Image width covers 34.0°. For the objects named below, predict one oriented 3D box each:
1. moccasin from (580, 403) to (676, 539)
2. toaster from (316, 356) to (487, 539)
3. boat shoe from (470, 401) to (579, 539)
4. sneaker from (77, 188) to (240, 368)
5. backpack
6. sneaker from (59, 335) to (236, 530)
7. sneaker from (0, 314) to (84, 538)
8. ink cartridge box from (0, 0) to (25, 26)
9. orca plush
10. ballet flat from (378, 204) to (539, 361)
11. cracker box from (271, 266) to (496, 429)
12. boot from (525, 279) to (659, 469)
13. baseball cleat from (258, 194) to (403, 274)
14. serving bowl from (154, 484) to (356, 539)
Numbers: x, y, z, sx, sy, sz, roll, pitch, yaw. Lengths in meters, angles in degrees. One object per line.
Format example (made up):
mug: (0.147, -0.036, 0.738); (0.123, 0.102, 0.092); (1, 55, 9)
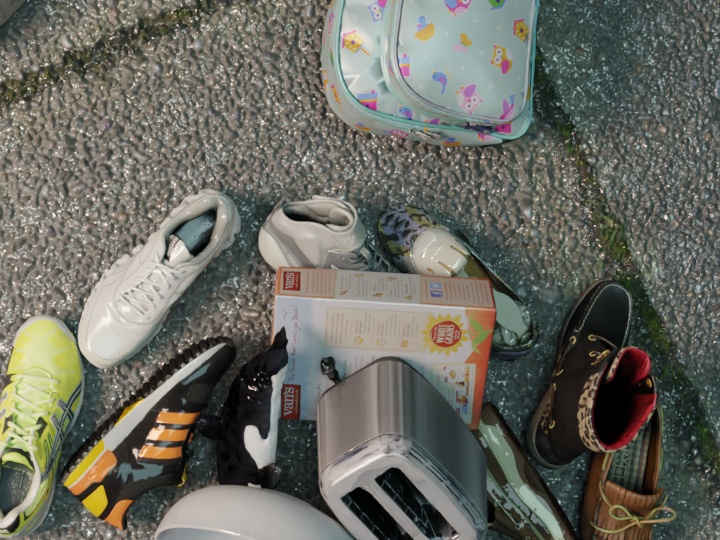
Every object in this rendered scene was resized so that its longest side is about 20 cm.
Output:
moccasin: (0.265, 0.219, 1.156); (0.073, 0.078, 0.203); (14, 84, -10)
toaster: (0.034, 0.172, 1.031); (0.113, 0.130, 0.200); (-31, 116, 16)
boat shoe: (0.148, 0.229, 1.144); (0.074, 0.075, 0.203); (-32, 91, 7)
sneaker: (-0.186, 0.003, 1.077); (0.075, 0.081, 0.201); (40, 82, -9)
backpack: (0.064, -0.208, 1.098); (0.198, 0.153, 0.178); (5, 91, -5)
sneaker: (-0.177, 0.149, 1.081); (0.200, 0.070, 0.090); (-42, 101, -6)
sneaker: (-0.290, 0.140, 1.050); (0.075, 0.076, 0.202); (7, 84, -9)
ink cartridge box: (-0.346, -0.316, 1.059); (0.145, 0.083, 0.200); (41, 80, -6)
orca plush: (-0.110, 0.140, 1.042); (0.070, 0.201, 0.106); (-2, 55, -19)
ballet flat: (0.101, 0.008, 1.140); (0.200, 0.072, 0.072); (44, 80, -6)
cracker box: (0.017, 0.072, 1.081); (0.198, 0.058, 0.135); (4, 120, -3)
boot: (0.233, 0.092, 1.116); (0.073, 0.151, 0.201); (30, 75, -5)
baseball cleat: (0.000, 0.000, 1.100); (0.199, 0.107, 0.070); (26, 52, -10)
serving bowl: (-0.078, 0.240, 1.038); (0.199, 0.200, 0.066); (24, 60, -9)
